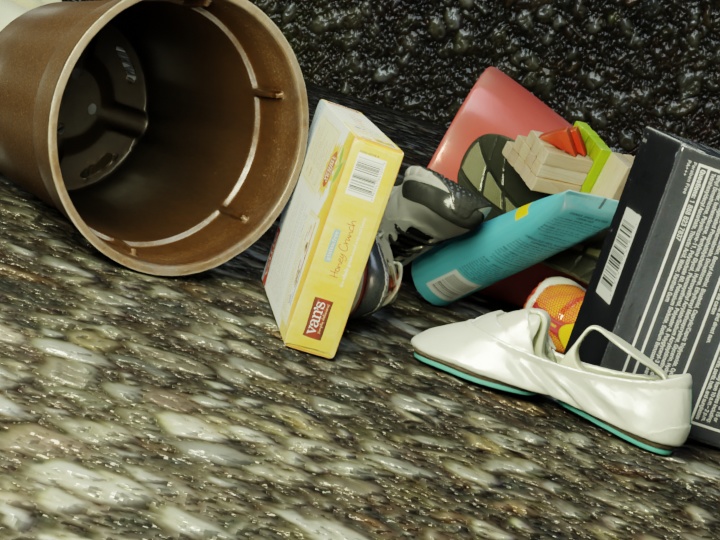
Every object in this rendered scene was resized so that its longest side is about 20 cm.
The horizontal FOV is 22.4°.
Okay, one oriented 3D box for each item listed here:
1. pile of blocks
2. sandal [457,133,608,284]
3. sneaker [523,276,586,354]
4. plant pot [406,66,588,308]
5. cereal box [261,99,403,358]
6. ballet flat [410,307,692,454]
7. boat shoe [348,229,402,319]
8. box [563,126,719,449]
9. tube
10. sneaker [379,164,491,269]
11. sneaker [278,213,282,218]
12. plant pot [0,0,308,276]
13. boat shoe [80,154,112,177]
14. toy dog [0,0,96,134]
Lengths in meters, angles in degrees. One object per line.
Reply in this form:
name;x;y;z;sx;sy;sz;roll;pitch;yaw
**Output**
pile of blocks;0.215;-0.078;1.437;0.199;0.062;0.082;21;25;-9
sandal;0.161;-0.039;1.489;0.201;0.080;0.057;36;11;23
sneaker;0.217;0.053;1.499;0.200;0.073;0.077;0;33;-41
plant pot;0.146;-0.057;1.623;0.177;0.201;0.200;28;10;5
cereal box;-0.023;-0.034;1.248;0.039;0.144;0.200;17;10;-10
ballet flat;0.135;0.062;1.246;0.200;0.070;0.069;21;9;13
boat shoe;0.000;0.000;1.342;0.062;0.071;0.200;20;5;-12
box;0.276;0.024;1.328;0.198;0.201;0.123;19;9;-7
tube;0.121;-0.023;1.429;0.077;0.051;0.200;4;-19;-39
sneaker;0.039;-0.033;1.453;0.074;0.080;0.200;31;-13;-16
sneaker;-0.097;-0.115;1.675;0.199;0.109;0.070;15;10;-19
plant pot;-0.172;-0.114;1.313;0.200;0.201;0.198;12;4;-35
boat shoe;-0.143;-0.083;1.529;0.200;0.072;0.065;3;37;-33
toy dog;-0.285;-0.175;1.494;0.200;0.140;0.194;37;-5;46
